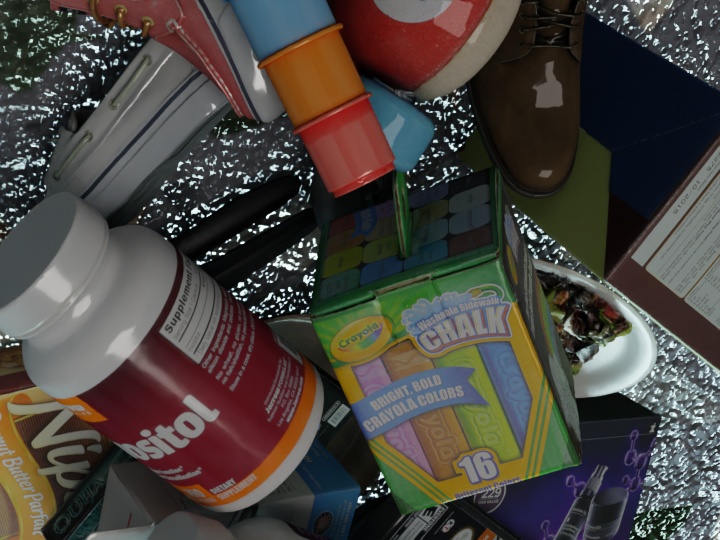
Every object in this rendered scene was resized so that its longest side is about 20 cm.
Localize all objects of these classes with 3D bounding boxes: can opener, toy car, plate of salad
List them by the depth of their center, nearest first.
[{"bbox_3d":[-0.020,-0.190,0.841,0.199,0.177,0.185,30,93,-23],"label":"toy car"},{"bbox_3d":[-0.113,-0.001,0.961,0.199,0.079,0.064,-24,86,-19],"label":"can opener"},{"bbox_3d":[0.000,0.000,1.003,0.066,0.053,0.201,-19,115,-27],"label":"can opener"},{"bbox_3d":[0.108,0.049,1.041,0.200,0.199,0.048,44,53,-38],"label":"plate of salad"}]

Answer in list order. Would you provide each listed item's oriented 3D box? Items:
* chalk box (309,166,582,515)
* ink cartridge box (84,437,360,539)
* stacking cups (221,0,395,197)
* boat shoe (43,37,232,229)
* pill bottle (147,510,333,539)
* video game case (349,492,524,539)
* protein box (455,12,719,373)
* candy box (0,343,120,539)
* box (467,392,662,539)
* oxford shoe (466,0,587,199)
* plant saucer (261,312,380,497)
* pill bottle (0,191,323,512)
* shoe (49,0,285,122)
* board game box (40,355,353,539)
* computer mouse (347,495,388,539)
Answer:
[{"bbox_3d":[0.045,0.025,0.909,0.123,0.125,0.201,-18,114,14],"label":"chalk box"},{"bbox_3d":[-0.110,0.184,0.974,0.199,0.068,0.117,-3,121,-35],"label":"ink cartridge box"},{"bbox_3d":[-0.037,-0.138,0.772,0.060,0.060,0.201,-29,97,-7],"label":"stacking cups"},{"bbox_3d":[-0.154,-0.071,0.905,0.200,0.074,0.067,-42,88,19],"label":"boat shoe"},{"bbox_3d":[-0.039,0.218,0.910,0.199,0.112,0.113,26,106,-28],"label":"pill bottle"},{"bbox_3d":[0.031,0.252,1.048,0.200,0.025,0.181,-49,129,1],"label":"video game case"},{"bbox_3d":[0.210,-0.046,1.008,0.200,0.199,0.135,34,98,-37],"label":"protein box"},{"bbox_3d":[-0.206,0.143,1.009,0.115,0.055,0.201,-12,123,-24],"label":"candy box"},{"bbox_3d":[0.126,0.167,1.142,0.199,0.079,0.142,0,106,-37],"label":"box"},{"bbox_3d":[0.107,-0.146,0.916,0.072,0.084,0.202,-4,89,-9],"label":"oxford shoe"},{"bbox_3d":[-0.064,0.112,1.076,0.199,0.035,0.202,-13,122,-20],"label":"plant saucer"},{"bbox_3d":[-0.124,0.048,0.871,0.113,0.113,0.200,-45,120,5],"label":"pill bottle"},{"bbox_3d":[-0.125,-0.155,0.822,0.091,0.071,0.201,-31,93,0],"label":"shoe"},{"bbox_3d":[-0.106,0.133,1.013,0.200,0.028,0.135,-49,133,1],"label":"board game box"},{"bbox_3d":[0.035,0.244,1.190,0.139,0.053,0.200,-50,131,-8],"label":"computer mouse"}]
